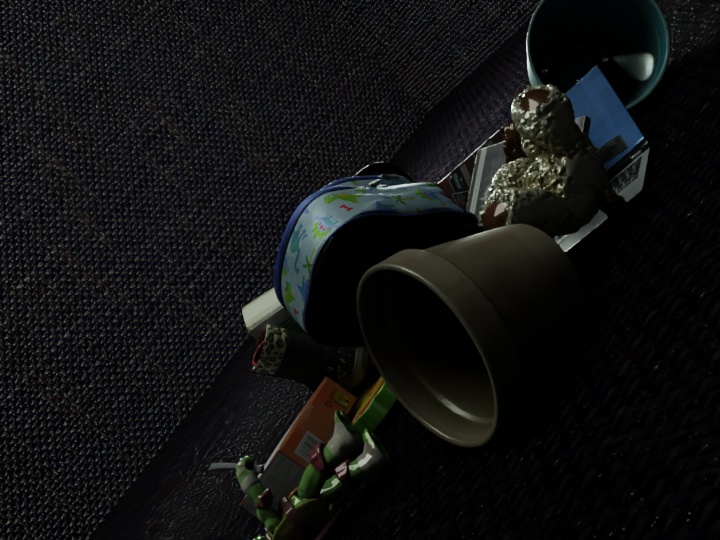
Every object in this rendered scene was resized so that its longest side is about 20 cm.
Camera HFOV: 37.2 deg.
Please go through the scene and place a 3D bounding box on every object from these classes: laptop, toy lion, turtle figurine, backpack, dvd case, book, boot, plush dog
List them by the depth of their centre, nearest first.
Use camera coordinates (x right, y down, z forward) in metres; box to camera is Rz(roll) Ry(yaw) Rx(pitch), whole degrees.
[{"bbox_3d":[0.005,-0.010,1.166,0.147,0.198,0.185,43,127,47],"label":"backpack"},{"bbox_3d":[0.205,-0.090,1.235,0.171,0.159,0.203,-12,58,69],"label":"plush dog"},{"bbox_3d":[-0.072,0.240,1.254,0.194,0.144,0.200,-43,12,8],"label":"turtle figurine"},{"bbox_3d":[0.253,-0.120,1.324,0.187,0.116,0.201,-43,9,34],"label":"laptop"},{"bbox_3d":[0.206,-0.105,1.362,0.199,0.016,0.151,-12,61,53],"label":"dvd case"},{"bbox_3d":[0.041,0.142,1.454,0.192,0.068,0.200,-53,5,25],"label":"toy lion"},{"bbox_3d":[-0.047,0.050,1.499,0.199,0.134,0.048,-34,43,12],"label":"book"},{"bbox_3d":[-0.080,0.143,1.500,0.204,0.151,0.074,119,160,-54],"label":"boot"}]

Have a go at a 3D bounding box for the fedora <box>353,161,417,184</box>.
[{"bbox_3d":[0.061,-0.068,1.540,0.091,0.202,0.201,-6,35,41],"label":"fedora"}]

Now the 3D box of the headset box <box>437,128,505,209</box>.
[{"bbox_3d":[0.207,-0.134,1.594,0.147,0.076,0.200,-15,-17,-41],"label":"headset box"}]

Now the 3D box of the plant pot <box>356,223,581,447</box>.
[{"bbox_3d":[0.121,0.043,1.067,0.173,0.201,0.200,-33,0,-29],"label":"plant pot"}]

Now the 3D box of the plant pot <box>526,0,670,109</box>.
[{"bbox_3d":[0.333,-0.301,1.569,0.200,0.200,0.188,-48,-7,-4],"label":"plant pot"}]

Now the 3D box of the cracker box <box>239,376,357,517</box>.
[{"bbox_3d":[-0.086,0.250,1.460,0.134,0.057,0.201,-56,0,-38],"label":"cracker box"}]

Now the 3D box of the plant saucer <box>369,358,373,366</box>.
[{"bbox_3d":[0.021,0.103,1.768,0.200,0.048,0.201,-41,11,41],"label":"plant saucer"}]
